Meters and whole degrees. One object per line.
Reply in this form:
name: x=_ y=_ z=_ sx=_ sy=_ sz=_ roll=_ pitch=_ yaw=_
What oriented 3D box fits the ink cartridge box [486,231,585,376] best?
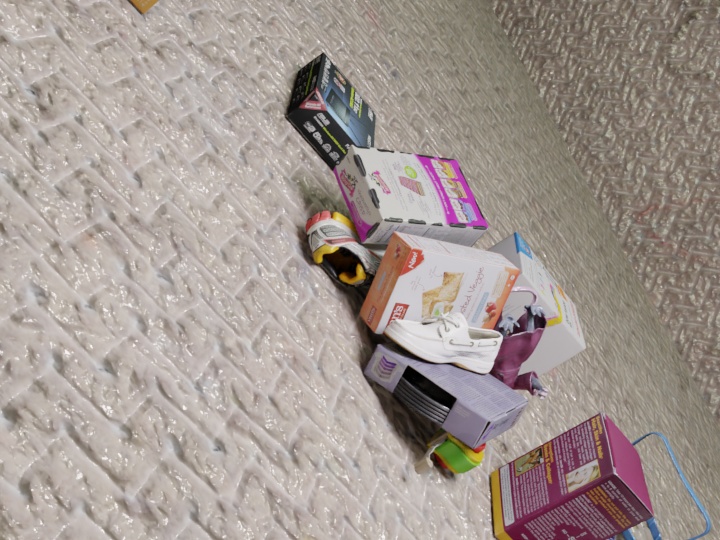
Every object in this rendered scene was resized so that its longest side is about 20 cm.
ink cartridge box: x=0.281 y=0.070 z=1.845 sx=0.200 sy=0.144 sz=0.147 roll=48 pitch=22 yaw=-23

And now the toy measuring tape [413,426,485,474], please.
toy measuring tape: x=0.123 y=0.247 z=1.374 sx=0.074 sy=0.073 sz=0.200 roll=57 pitch=22 yaw=1

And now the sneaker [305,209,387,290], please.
sneaker: x=0.000 y=0.000 z=1.462 sx=0.200 sy=0.078 sz=0.082 roll=31 pitch=36 yaw=-30

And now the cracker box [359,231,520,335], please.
cracker box: x=0.113 y=0.031 z=1.456 sx=0.199 sy=0.134 sz=0.058 roll=10 pitch=22 yaw=-32

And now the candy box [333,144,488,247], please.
candy box: x=0.073 y=-0.102 z=1.495 sx=0.199 sy=0.061 sz=0.137 roll=4 pitch=52 yaw=-36

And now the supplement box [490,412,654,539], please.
supplement box: x=0.293 y=0.315 z=1.460 sx=0.103 sy=0.200 sz=0.131 roll=47 pitch=25 yaw=-21

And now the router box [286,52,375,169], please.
router box: x=-0.044 y=-0.258 z=1.724 sx=0.150 sy=0.062 sz=0.200 roll=48 pitch=23 yaw=-24

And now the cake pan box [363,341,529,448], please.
cake pan box: x=0.120 y=0.159 z=1.410 sx=0.184 sy=0.052 sz=0.200 roll=31 pitch=13 yaw=19

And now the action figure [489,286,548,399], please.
action figure: x=0.213 y=0.142 z=1.602 sx=0.133 sy=0.201 sz=0.149 roll=3 pitch=36 yaw=-10

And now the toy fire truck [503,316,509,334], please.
toy fire truck: x=0.163 y=0.050 z=1.682 sx=0.200 sy=0.128 sz=0.177 roll=47 pitch=20 yaw=-53

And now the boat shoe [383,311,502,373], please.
boat shoe: x=0.117 y=0.086 z=1.415 sx=0.199 sy=0.070 sz=0.071 roll=16 pitch=18 yaw=-42

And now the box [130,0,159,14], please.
box: x=-0.307 y=-0.467 z=1.374 sx=0.200 sy=0.124 sz=0.098 roll=46 pitch=24 yaw=-24

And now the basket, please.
basket: x=0.444 y=0.382 z=1.680 sx=0.139 sy=0.200 sz=0.177 roll=18 pitch=42 yaw=-58
